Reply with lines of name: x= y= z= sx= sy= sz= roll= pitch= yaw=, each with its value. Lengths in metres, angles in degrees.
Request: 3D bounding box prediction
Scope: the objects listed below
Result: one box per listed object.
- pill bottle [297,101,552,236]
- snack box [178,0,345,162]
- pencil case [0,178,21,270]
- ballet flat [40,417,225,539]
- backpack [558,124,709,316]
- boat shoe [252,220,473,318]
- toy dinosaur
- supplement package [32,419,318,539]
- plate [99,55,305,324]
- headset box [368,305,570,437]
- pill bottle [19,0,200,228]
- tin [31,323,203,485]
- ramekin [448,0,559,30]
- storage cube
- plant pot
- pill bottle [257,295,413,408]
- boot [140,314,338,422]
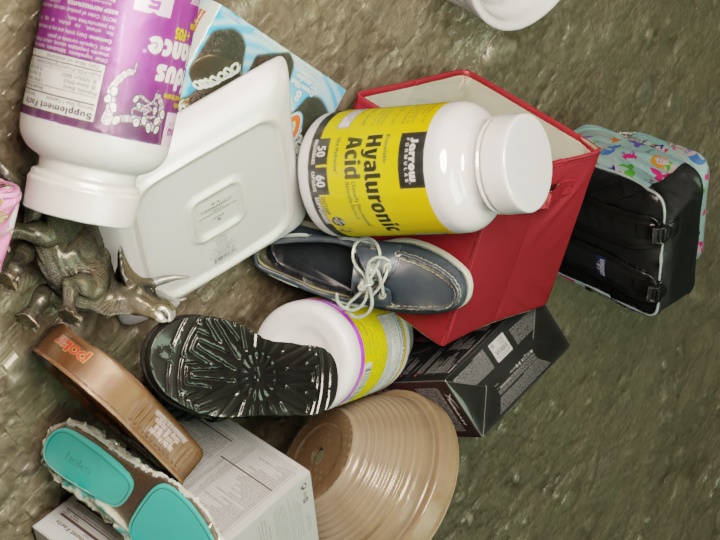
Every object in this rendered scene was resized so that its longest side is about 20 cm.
pill bottle: x=0.056 y=-0.086 z=1.407 sx=0.111 sy=0.200 sz=0.112 roll=4 pitch=86 yaw=-55
snack box: x=-0.100 y=-0.141 z=1.409 sx=0.200 sy=0.037 sz=0.116 roll=26 pitch=93 yaw=-56
pencil case: x=-0.307 y=0.022 z=1.209 sx=0.086 sy=0.083 sz=0.200 roll=7 pitch=108 yaw=-36
ballet flat: x=-0.181 y=0.192 z=1.401 sx=0.072 sy=0.200 sz=0.072 roll=-46 pitch=164 yaw=-17
backpack: x=0.275 y=-0.066 z=1.816 sx=0.151 sy=0.200 sz=0.178 roll=-36 pitch=135 yaw=-40
boat shoe: x=0.000 y=0.000 z=1.490 sx=0.062 sy=0.200 sz=0.075 roll=-38 pitch=143 yaw=-62
toy dinosaur: x=-0.233 y=-0.018 z=1.295 sx=0.200 sy=0.077 sz=0.102 roll=52 pitch=44 yaw=-17
supplement package: x=-0.159 y=0.253 z=1.502 sx=0.200 sy=0.151 sz=0.152 roll=-38 pitch=140 yaw=-32
plate: x=-0.126 y=-0.057 z=1.389 sx=0.199 sy=0.032 sz=0.200 roll=-33 pitch=145 yaw=-21
headset box: x=0.092 y=0.097 z=1.709 sx=0.149 sy=0.200 sz=0.075 roll=-42 pitch=108 yaw=-29
pill bottle: x=-0.184 y=-0.136 z=1.212 sx=0.112 sy=0.112 sz=0.200 roll=4 pitch=100 yaw=-54
tin: x=-0.198 y=0.112 z=1.386 sx=0.042 sy=0.112 sz=0.200 roll=-47 pitch=144 yaw=-11
ramekin: x=0.126 y=-0.329 z=1.525 sx=0.200 sy=0.098 sz=0.201 roll=-31 pitch=135 yaw=-37
storage cube: x=0.089 y=-0.064 z=1.578 sx=0.171 sy=0.200 sz=0.180 roll=-19 pitch=134 yaw=-46
plant pot: x=-0.009 y=0.193 z=1.583 sx=0.093 sy=0.201 sz=0.201 roll=34 pitch=84 yaw=-31
pill bottle: x=-0.017 y=0.072 z=1.590 sx=0.200 sy=0.104 sz=0.104 roll=-10 pitch=122 yaw=-69
boot: x=-0.140 y=0.087 z=1.419 sx=0.211 sy=0.158 sz=0.080 roll=19 pitch=76 yaw=-45
